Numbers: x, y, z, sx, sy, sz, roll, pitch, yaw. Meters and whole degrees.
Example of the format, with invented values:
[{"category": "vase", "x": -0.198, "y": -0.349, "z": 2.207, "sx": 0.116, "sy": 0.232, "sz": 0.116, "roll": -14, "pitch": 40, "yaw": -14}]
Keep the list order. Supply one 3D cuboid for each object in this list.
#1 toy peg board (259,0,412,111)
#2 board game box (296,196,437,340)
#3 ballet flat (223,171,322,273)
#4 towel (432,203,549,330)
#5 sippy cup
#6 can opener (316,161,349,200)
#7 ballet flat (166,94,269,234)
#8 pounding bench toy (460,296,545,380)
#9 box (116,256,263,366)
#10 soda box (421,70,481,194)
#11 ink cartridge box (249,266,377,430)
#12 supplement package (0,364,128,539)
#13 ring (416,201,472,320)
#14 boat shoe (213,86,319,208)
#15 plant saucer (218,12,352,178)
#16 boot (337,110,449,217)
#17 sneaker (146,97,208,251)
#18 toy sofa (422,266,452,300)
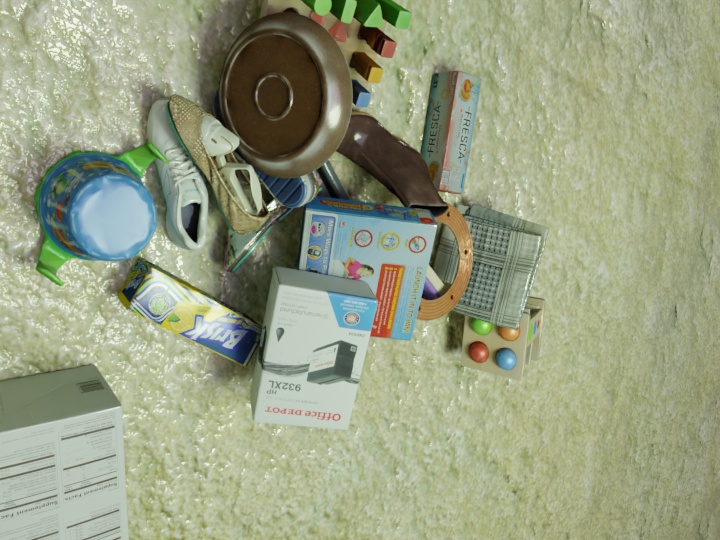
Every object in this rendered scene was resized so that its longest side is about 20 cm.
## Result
[{"category": "toy peg board", "x": -0.037, "y": -0.308, "z": 0.823, "sx": 0.196, "sy": 0.098, "sz": 0.202, "roll": -6, "pitch": 131, "yaw": -35}, {"category": "board game box", "x": 0.000, "y": 0.000, "z": 0.893, "sx": 0.190, "sy": 0.056, "sz": 0.204, "roll": 6, "pitch": 117, "yaw": -9}, {"category": "ballet flat", "x": -0.142, "y": -0.087, "z": 0.867, "sx": 0.200, "sy": 0.069, "sz": 0.071, "roll": -45, "pitch": 103, "yaw": -12}, {"category": "towel", "x": 0.229, "y": -0.013, "z": 1.090, "sx": 0.034, "sy": 0.189, "sz": 0.205, "roll": 18, "pitch": 89, "yaw": -64}, {"category": "sippy cup", "x": -0.307, "y": -0.070, "z": 0.707, "sx": 0.137, "sy": 0.129, "sz": 0.183, "roll": 3, "pitch": 99, "yaw": -37}, {"category": "can opener", "x": -0.058, "y": -0.150, "z": 0.912, "sx": 0.053, "sy": 0.066, "sz": 0.202, "roll": -41, "pitch": 121, "yaw": -20}, {"category": "ballet flat", "x": -0.175, "y": -0.141, "z": 0.768, "sx": 0.071, "sy": 0.064, "sz": 0.203, "roll": -74, "pitch": 145, "yaw": -50}, {"category": "pounding bench toy", "x": 0.280, "y": 0.085, "z": 1.149, "sx": 0.155, "sy": 0.122, "sz": 0.206, "roll": -16, "pitch": 112, "yaw": -59}, {"category": "box", "x": -0.233, "y": 0.061, "z": 0.830, "sx": 0.199, "sy": 0.070, "sz": 0.065, "roll": 34, "pitch": 83, "yaw": -36}, {"category": "soda box", "x": 0.156, "y": -0.242, "z": 1.048, "sx": 0.062, "sy": 0.068, "sz": 0.206, "roll": 3, "pitch": 99, "yaw": -37}, {"category": "ink cartridge box", "x": -0.070, "y": 0.113, "z": 0.840, "sx": 0.141, "sy": 0.084, "sz": 0.205, "roll": 9, "pitch": 105, "yaw": -16}, {"category": "supplement package", "x": -0.376, "y": 0.247, "z": 0.716, "sx": 0.148, "sy": 0.150, "sz": 0.206, "roll": -6, "pitch": 105, "yaw": -35}, {"category": "ring", "x": 0.121, "y": -0.017, "z": 1.006, "sx": 0.197, "sy": 0.019, "sz": 0.206, "roll": -7, "pitch": 100, "yaw": -38}, {"category": "boat shoe", "x": -0.131, "y": -0.173, "z": 0.826, "sx": 0.202, "sy": 0.072, "sz": 0.072, "roll": 56, "pitch": 25, "yaw": 3}, {"category": "plant saucer", "x": -0.105, "y": -0.220, "z": 0.749, "sx": 0.032, "sy": 0.195, "sz": 0.206, "roll": -29, "pitch": 122, "yaw": -65}, {"category": "boot", "x": 0.042, "y": -0.163, "z": 0.922, "sx": 0.197, "sy": 0.168, "sz": 0.073, "roll": 5, "pitch": 135, "yaw": -42}, {"category": "sneaker", "x": -0.231, "y": -0.124, "z": 0.781, "sx": 0.069, "sy": 0.080, "sz": 0.206, "roll": -14, "pitch": 108, "yaw": -24}, {"category": "toy sofa", "x": 0.071, "y": 0.000, "z": 1.034, "sx": 0.098, "sy": 0.082, "sz": 0.201, "roll": -52, "pitch": 125, "yaw": -16}]
